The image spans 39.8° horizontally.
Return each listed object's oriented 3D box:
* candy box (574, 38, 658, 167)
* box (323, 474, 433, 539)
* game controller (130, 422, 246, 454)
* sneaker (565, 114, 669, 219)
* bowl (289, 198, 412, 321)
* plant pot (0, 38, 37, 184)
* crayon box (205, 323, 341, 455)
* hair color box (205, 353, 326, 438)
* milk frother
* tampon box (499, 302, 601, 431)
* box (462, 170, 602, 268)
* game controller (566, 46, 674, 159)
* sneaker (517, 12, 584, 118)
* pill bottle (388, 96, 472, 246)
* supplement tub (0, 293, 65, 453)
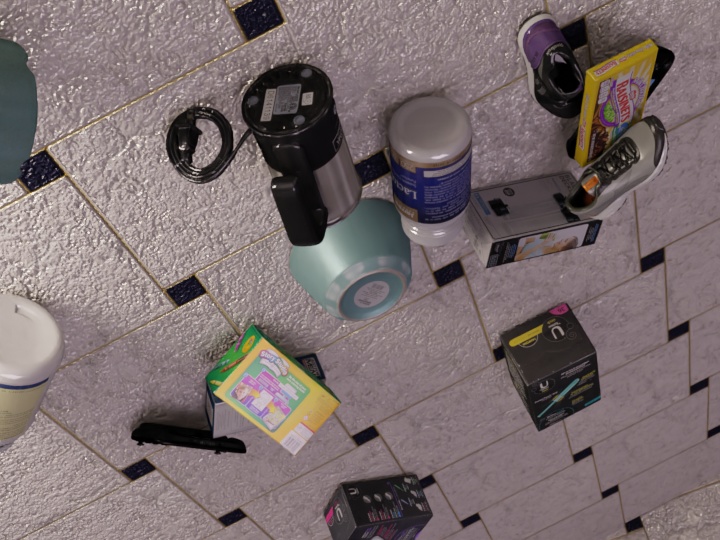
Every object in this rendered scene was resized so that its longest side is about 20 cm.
[{"bbox_3d":[0.355,-0.230,1.394,0.101,0.027,0.201,-29,152,-9],"label":"candy box"},{"bbox_3d":[0.038,0.530,2.170,0.197,0.107,0.123,-1,138,-30],"label":"box"},{"bbox_3d":[-0.292,0.295,1.709,0.198,0.103,0.043,16,85,-43],"label":"game controller"},{"bbox_3d":[0.372,-0.143,1.448,0.078,0.075,0.201,-6,146,-34],"label":"sneaker"},{"bbox_3d":[0.000,0.000,1.509,0.198,0.106,0.202,-16,142,-13],"label":"bowl"},{"bbox_3d":[-0.439,-0.165,0.986,0.194,0.202,0.201,0,137,-42],"label":"plant pot"},{"bbox_3d":[-0.140,0.196,1.621,0.119,0.058,0.200,-47,120,-2],"label":"crayon box"},{"bbox_3d":[-0.164,0.214,1.705,0.197,0.061,0.101,-10,139,-20],"label":"hair color box"},{"bbox_3d":[-0.119,-0.139,1.269,0.197,0.182,0.189,13,150,22],"label":"milk frother"},{"bbox_3d":[0.373,0.190,1.943,0.148,0.127,0.201,-25,143,-1],"label":"tampon box"},{"bbox_3d":[0.265,-0.082,1.561,0.197,0.118,0.061,-11,139,-17],"label":"box"},{"bbox_3d":[0.381,-0.245,1.470,0.104,0.042,0.201,-18,147,-45],"label":"game controller"},{"bbox_3d":[0.275,-0.257,1.376,0.075,0.088,0.200,-33,143,10],"label":"sneaker"},{"bbox_3d":[0.099,-0.133,1.397,0.114,0.117,0.201,-19,143,-9],"label":"pill bottle"},{"bbox_3d":[-0.498,0.147,1.353,0.143,0.146,0.201,6,133,-36],"label":"supplement tub"}]
